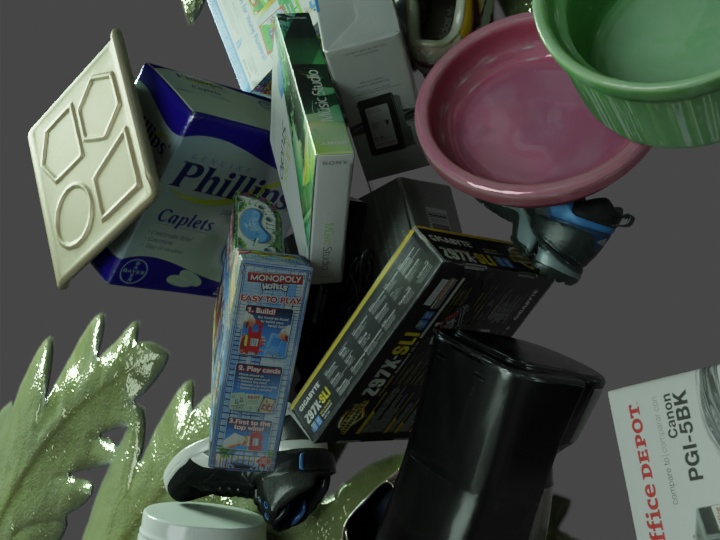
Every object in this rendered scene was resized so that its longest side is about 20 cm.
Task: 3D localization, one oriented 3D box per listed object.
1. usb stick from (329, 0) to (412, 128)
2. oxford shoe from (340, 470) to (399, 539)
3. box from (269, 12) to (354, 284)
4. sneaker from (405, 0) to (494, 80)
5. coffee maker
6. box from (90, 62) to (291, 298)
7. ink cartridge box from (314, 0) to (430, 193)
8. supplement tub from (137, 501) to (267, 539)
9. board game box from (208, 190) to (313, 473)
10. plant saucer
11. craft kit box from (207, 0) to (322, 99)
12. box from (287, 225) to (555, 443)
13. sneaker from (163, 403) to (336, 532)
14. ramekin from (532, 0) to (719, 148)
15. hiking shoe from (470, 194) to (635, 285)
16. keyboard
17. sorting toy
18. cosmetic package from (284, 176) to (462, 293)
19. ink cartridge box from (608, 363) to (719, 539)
[{"bbox_3d":[0.021,-0.209,1.124,0.200,0.033,0.056,-43,65,30],"label":"usb stick"},{"bbox_3d":[-0.001,0.257,1.054,0.071,0.073,0.200,44,114,36],"label":"oxford shoe"},{"bbox_3d":[-0.045,-0.107,0.997,0.145,0.036,0.200,96,162,-44],"label":"box"},{"bbox_3d":[0.083,-0.266,1.012,0.075,0.090,0.201,2,78,19],"label":"sneaker"},{"bbox_3d":[0.091,0.156,0.901,0.134,0.192,0.201,19,100,29],"label":"coffee maker"},{"bbox_3d":[-0.163,-0.083,1.174,0.105,0.184,0.200,47,116,39],"label":"box"},{"bbox_3d":[0.015,-0.166,1.038,0.068,0.200,0.116,-14,51,5],"label":"ink cartridge box"},{"bbox_3d":[-0.167,0.344,1.159,0.132,0.132,0.201,4,88,43],"label":"supplement tub"},{"bbox_3d":[-0.088,0.034,1.001,0.200,0.061,0.200,-96,17,-47],"label":"board game box"},{"bbox_3d":[0.145,-0.125,0.930,0.200,0.051,0.201,-8,54,11],"label":"plant saucer"},{"bbox_3d":[-0.080,-0.315,1.225,0.197,0.048,0.200,-41,59,35],"label":"craft kit box"},{"bbox_3d":[0.053,0.060,0.971,0.200,0.159,0.049,-56,51,23],"label":"box"},{"bbox_3d":[-0.114,0.215,1.144,0.200,0.073,0.112,-32,57,25],"label":"sneaker"},{"bbox_3d":[0.234,-0.186,0.836,0.199,0.098,0.201,-11,59,20],"label":"ramekin"},{"bbox_3d":[0.142,-0.080,0.978,0.087,0.074,0.200,-46,63,15],"label":"hiking shoe"},{"bbox_3d":[-0.017,0.035,1.026,0.104,0.040,0.201,28,109,63],"label":"keyboard"},{"bbox_3d":[-0.257,-0.105,1.122,0.200,0.036,0.186,-39,58,38],"label":"sorting toy"},{"bbox_3d":[0.000,0.000,1.080,0.200,0.090,0.107,-26,71,35],"label":"cosmetic package"},{"bbox_3d":[0.286,0.133,0.797,0.200,0.083,0.147,-21,71,39],"label":"ink cartridge box"}]
